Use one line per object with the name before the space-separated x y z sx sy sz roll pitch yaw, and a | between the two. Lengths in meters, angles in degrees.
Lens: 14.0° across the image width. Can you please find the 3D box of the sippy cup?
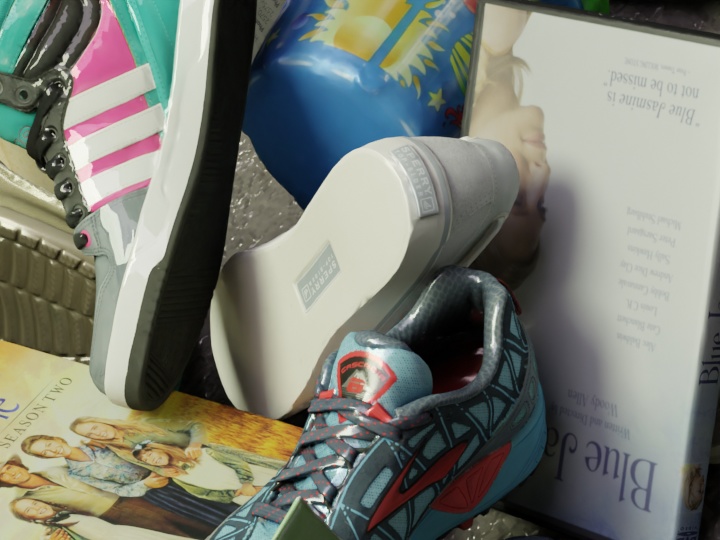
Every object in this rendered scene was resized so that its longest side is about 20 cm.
sippy cup | 0.019 -0.090 1.249 0.139 0.179 0.131 9 45 32

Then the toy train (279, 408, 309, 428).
toy train | -0.028 0.062 1.252 0.200 0.034 0.046 -47 27 -6

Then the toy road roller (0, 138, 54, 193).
toy road roller | -0.220 0.007 1.401 0.199 0.146 0.123 -14 53 -23

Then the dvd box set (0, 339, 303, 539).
dvd box set | -0.108 0.091 1.144 0.199 0.030 0.146 16 34 19

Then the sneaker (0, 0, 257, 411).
sneaker | -0.117 -0.048 1.187 0.120 0.084 0.201 7 79 14

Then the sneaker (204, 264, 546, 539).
sneaker | -0.006 0.066 1.065 0.079 0.096 0.200 18 41 28

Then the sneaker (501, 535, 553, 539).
sneaker | -0.008 0.146 1.126 0.199 0.070 0.082 -33 43 8

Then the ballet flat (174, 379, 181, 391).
ballet flat | -0.119 0.067 1.287 0.071 0.067 0.200 -59 14 26

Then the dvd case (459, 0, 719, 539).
dvd case | 0.086 0.002 1.135 0.142 0.017 0.201 16 102 46

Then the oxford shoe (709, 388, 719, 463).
oxford shoe | 0.098 0.015 1.172 0.075 0.058 0.200 -42 41 -7

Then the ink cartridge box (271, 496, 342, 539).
ink cartridge box | -0.011 0.158 0.889 0.059 0.200 0.104 15 63 46

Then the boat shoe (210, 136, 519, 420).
boat shoe | 0.000 0.000 1.172 0.072 0.068 0.200 66 148 21

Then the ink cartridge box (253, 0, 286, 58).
ink cartridge box | -0.105 -0.132 1.463 0.115 0.067 0.201 10 61 43

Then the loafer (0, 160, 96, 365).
loafer | -0.166 -0.018 1.273 0.199 0.076 0.068 20 39 19
